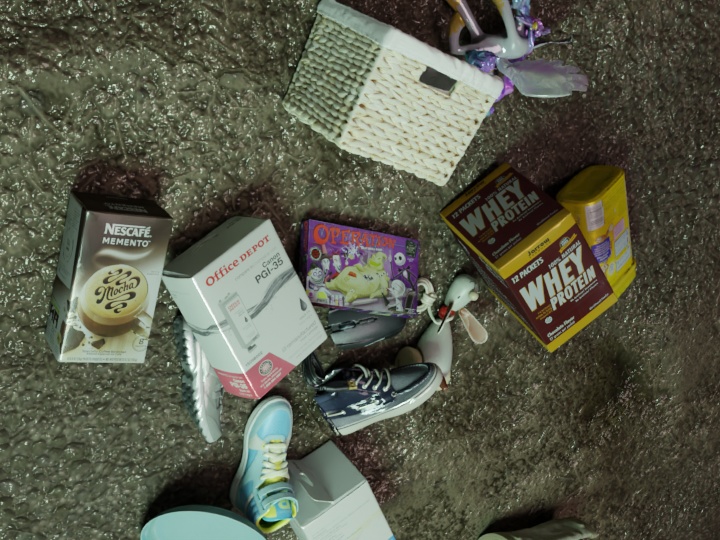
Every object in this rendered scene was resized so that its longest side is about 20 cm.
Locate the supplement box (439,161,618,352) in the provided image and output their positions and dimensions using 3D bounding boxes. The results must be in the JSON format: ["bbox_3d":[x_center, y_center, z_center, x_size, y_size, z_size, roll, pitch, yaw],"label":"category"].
[{"bbox_3d":[0.256,-0.023,1.459,0.133,0.197,0.200,-38,126,0],"label":"supplement box"}]

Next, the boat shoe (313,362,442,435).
[{"bbox_3d":[0.021,0.177,1.462,0.200,0.075,0.093,-29,124,10],"label":"boat shoe"}]

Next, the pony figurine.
[{"bbox_3d":[0.213,-0.318,1.356,0.193,0.167,0.200,-11,126,9],"label":"pony figurine"}]

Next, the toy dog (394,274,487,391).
[{"bbox_3d":[0.138,0.112,1.521,0.132,0.096,0.200,-3,113,-31],"label":"toy dog"}]

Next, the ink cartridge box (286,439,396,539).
[{"bbox_3d":[-0.045,0.382,1.512,0.125,0.129,0.200,-32,125,-16],"label":"ink cartridge box"}]

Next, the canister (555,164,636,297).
[{"bbox_3d":[0.394,-0.058,1.594,0.148,0.086,0.200,-39,127,-38],"label":"canister"}]

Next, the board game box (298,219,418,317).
[{"bbox_3d":[0.000,0.000,1.396,0.200,0.032,0.120,8,74,-34],"label":"board game box"}]

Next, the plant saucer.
[{"bbox_3d":[-0.224,0.403,1.412,0.200,0.027,0.200,4,134,4],"label":"plant saucer"}]

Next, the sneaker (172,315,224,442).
[{"bbox_3d":[-0.206,0.151,1.337,0.082,0.075,0.200,-14,118,-24],"label":"sneaker"}]

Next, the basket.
[{"bbox_3d":[0.037,-0.230,1.238,0.198,0.200,0.161,16,104,-36],"label":"basket"}]

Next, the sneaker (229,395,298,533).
[{"bbox_3d":[-0.125,0.298,1.422,0.079,0.131,0.200,5,108,-32],"label":"sneaker"}]

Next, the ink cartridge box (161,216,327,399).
[{"bbox_3d":[-0.153,0.048,1.279,0.146,0.083,0.200,-41,119,-31],"label":"ink cartridge box"}]

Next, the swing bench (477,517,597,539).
[{"bbox_3d":[0.325,0.572,1.836,0.199,0.130,0.200,0,106,-31],"label":"swing bench"}]

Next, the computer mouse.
[{"bbox_3d":[-0.003,0.107,1.427,0.200,0.046,0.141,-6,85,-30],"label":"computer mouse"}]

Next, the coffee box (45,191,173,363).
[{"bbox_3d":[-0.318,0.010,1.200,0.113,0.080,0.200,4,109,-32],"label":"coffee box"}]
